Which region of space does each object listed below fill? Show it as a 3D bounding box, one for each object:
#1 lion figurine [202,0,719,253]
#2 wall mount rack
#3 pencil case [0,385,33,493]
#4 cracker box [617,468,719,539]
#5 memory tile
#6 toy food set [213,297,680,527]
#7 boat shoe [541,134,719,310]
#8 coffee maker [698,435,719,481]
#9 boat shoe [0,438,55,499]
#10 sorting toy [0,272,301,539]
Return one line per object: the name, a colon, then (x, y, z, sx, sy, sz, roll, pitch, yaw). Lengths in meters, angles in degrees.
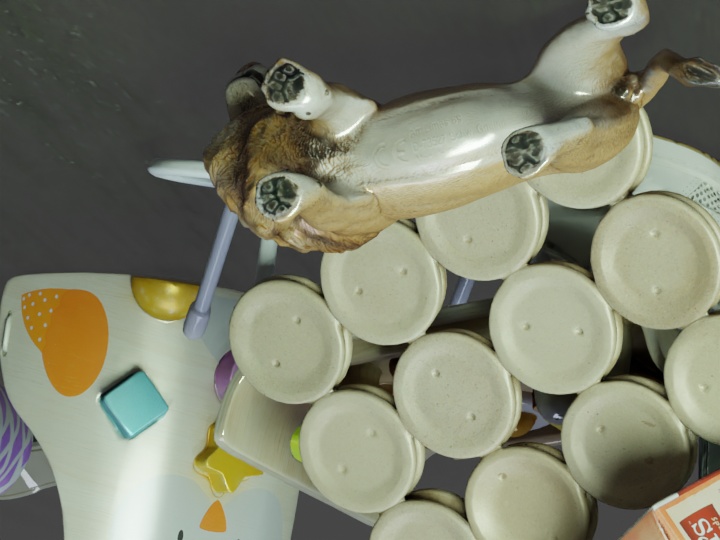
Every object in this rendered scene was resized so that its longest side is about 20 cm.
lion figurine: (0.033, -0.046, 0.873, 0.199, 0.073, 0.122, -4, 174, 17)
wall mount rack: (0.000, 0.000, 1.099, 0.199, 0.075, 0.174, 8, 177, -11)
pencil case: (-0.275, 0.095, 1.657, 0.085, 0.084, 0.200, 26, 172, 14)
cracker box: (0.167, 0.098, 0.967, 0.199, 0.058, 0.134, -24, 163, -31)
memory tile: (0.054, 0.032, 0.949, 0.200, 0.154, 0.017, -34, 180, 30)
toy food set: (0.061, 0.066, 1.036, 0.199, 0.061, 0.143, -10, 155, 29)
boat shoe: (0.114, -0.010, 1.011, 0.199, 0.070, 0.071, 12, 168, -30)
coffee maker: (0.284, 0.093, 1.376, 0.199, 0.135, 0.192, -2, 143, 25)
boat shoe: (-0.195, 0.122, 1.841, 0.199, 0.057, 0.067, -6, 129, 27)
sorting toy: (-0.089, 0.104, 1.369, 0.199, 0.181, 0.107, 13, 166, -39)
